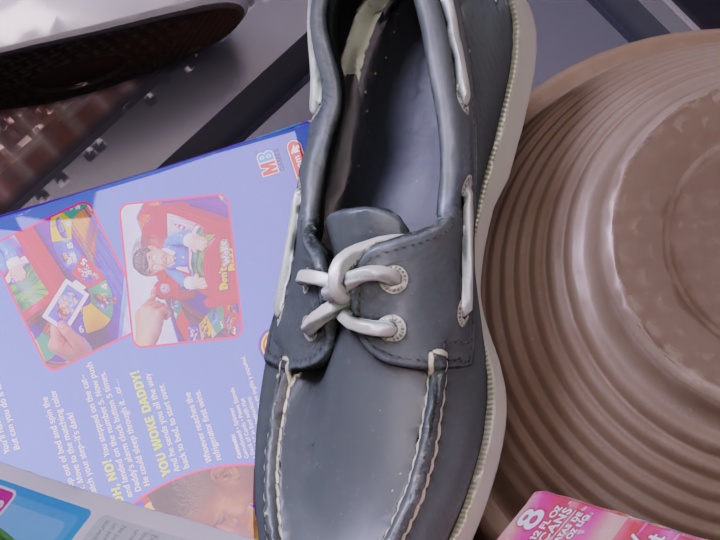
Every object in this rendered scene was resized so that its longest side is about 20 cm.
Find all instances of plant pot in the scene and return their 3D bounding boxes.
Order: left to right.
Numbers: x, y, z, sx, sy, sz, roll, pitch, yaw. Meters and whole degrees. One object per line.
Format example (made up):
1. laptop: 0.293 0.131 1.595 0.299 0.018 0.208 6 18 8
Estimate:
1. plant pot: 0.113 0.010 0.818 0.200 0.093 0.202 0 68 0

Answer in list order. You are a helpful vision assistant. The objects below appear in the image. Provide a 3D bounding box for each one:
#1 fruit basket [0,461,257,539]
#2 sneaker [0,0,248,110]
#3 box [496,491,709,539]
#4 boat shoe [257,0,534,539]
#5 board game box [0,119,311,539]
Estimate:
1. fruit basket: -0.081 0.137 0.699 0.094 0.199 0.186 43 68 -36
2. sneaker: -0.135 -0.089 0.855 0.199 0.073 0.085 -9 79 -4
3. box: 0.038 0.165 0.721 0.200 0.095 0.100 -50 121 -17
4. boat shoe: 0.000 0.000 0.781 0.072 0.062 0.201 0 70 30
5. board game box: -0.047 0.073 0.833 0.134 0.045 0.201 -16 77 -6
